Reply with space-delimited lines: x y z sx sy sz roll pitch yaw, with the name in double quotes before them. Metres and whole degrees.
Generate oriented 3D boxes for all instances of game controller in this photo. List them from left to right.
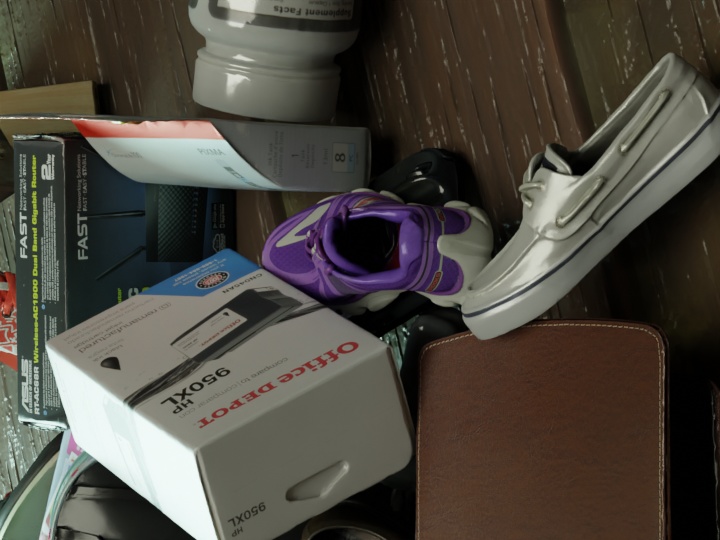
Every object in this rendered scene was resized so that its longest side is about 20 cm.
"game controller" 0.000 0.000 1.691 0.200 0.042 0.105 -33 57 44

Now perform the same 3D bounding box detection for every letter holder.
"letter holder" 0.134 0.101 1.523 0.200 0.100 0.143 -7 83 47

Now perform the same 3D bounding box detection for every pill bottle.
"pill bottle" -0.051 -0.202 1.685 0.114 0.114 0.201 20 108 44

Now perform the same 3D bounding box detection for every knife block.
"knife block" -0.310 -0.092 1.926 0.200 0.175 0.064 -10 87 47

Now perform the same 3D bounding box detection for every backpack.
"backpack" -0.108 0.185 1.716 0.151 0.199 0.178 -151 60 -79

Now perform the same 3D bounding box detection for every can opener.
"can opener" 0.042 0.122 1.669 0.066 0.053 0.201 12 106 10

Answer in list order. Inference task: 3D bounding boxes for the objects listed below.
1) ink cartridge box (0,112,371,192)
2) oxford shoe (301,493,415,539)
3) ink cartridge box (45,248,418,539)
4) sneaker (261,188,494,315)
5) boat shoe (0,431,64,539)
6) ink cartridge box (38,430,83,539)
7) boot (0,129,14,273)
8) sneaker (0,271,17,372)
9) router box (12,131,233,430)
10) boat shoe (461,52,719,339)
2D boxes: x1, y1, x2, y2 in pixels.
"ink cartridge box" -0.118 -0.075 1.674 0.160 0.199 0.047 5 95 50
"oxford shoe" 0.050 0.208 1.596 0.199 0.084 0.073 23 103 11
"ink cartridge box" -0.080 0.077 1.603 0.200 0.144 0.084 29 140 52
"sneaker" -0.003 -0.019 1.597 0.200 0.083 0.081 -5 77 54
"boat shoe" -0.254 0.192 1.964 0.063 0.073 0.202 54 124 39
"ink cartridge box" -0.177 0.206 1.890 0.119 0.042 0.201 26 115 26
"boot" -0.282 -0.035 1.901 0.200 0.186 0.064 -37 48 40
"sneaker" -0.251 0.017 1.868 0.108 0.201 0.067 -39 39 35
"router box" -0.161 0.003 1.793 0.062 0.149 0.201 4 97 47
"boat shoe" 0.124 -0.043 1.491 0.200 0.072 0.066 -41 105 18
